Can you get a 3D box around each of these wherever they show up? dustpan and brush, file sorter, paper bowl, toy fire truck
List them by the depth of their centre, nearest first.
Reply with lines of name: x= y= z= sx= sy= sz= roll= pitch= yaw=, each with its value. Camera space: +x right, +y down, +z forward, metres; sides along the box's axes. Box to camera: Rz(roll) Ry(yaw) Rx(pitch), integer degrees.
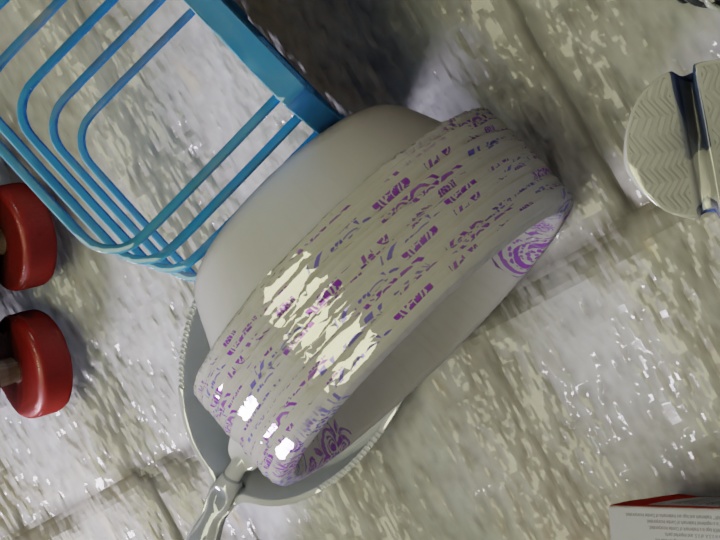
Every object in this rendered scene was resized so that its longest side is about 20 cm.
paper bowl: x=0.000 y=0.000 z=0.898 sx=0.104 sy=0.200 sz=0.201 roll=47 pitch=126 yaw=11
file sorter: x=-0.094 y=-0.077 z=0.913 sx=0.123 sy=0.200 sz=0.139 roll=-45 pitch=79 yaw=3
dustpan and brush: x=-0.062 y=0.101 z=1.065 sx=0.139 sy=0.057 sz=0.201 roll=33 pitch=123 yaw=20
toy fire truck: x=-0.271 y=0.015 z=1.156 sx=0.167 sy=0.112 sz=0.202 roll=17 pitch=116 yaw=49

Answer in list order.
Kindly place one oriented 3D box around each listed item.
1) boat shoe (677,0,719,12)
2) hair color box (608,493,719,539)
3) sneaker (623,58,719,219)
boat shoe: x=0.161 y=-0.147 z=0.818 sx=0.199 sy=0.072 sz=0.068 roll=29 pitch=119 yaw=25
hair color box: x=0.185 y=0.211 z=0.895 sx=0.110 sy=0.064 sz=0.202 roll=-6 pitch=86 yaw=47
sneaker: x=0.210 y=-0.069 z=0.810 sx=0.198 sy=0.115 sz=0.081 roll=-6 pitch=95 yaw=5
